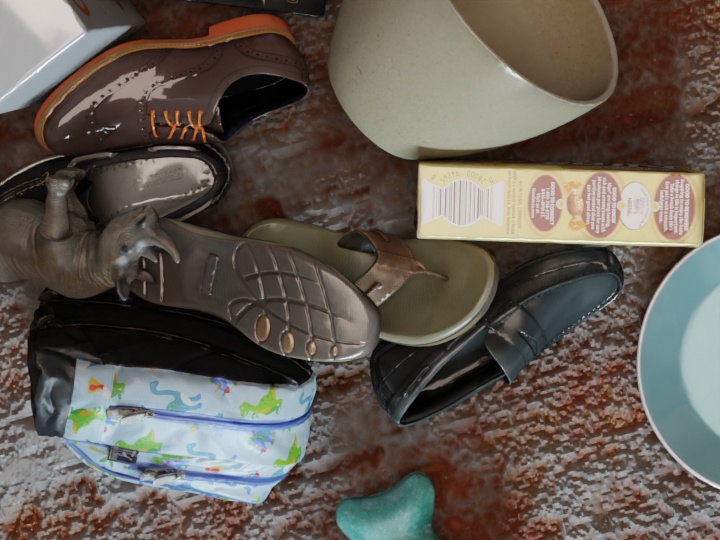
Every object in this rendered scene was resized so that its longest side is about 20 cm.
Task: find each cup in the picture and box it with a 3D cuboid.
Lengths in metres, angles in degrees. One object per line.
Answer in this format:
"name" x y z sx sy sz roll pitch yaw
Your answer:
"cup" 0.060 -0.158 1.661 0.143 0.200 0.201 -39 93 31

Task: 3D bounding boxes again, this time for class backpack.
"backpack" -0.131 0.087 1.696 0.198 0.163 0.155 -4 103 -5

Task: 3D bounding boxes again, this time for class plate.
"plate" 0.298 0.065 1.740 0.198 0.026 0.202 0 94 1

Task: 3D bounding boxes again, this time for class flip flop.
"flip flop" 0.000 0.000 1.700 0.199 0.058 0.082 13 77 19

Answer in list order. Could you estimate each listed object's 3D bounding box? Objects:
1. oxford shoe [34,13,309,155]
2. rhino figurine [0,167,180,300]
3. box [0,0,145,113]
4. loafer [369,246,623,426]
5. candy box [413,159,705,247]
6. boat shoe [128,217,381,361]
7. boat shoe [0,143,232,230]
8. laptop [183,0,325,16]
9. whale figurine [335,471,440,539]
"oxford shoe" -0.132 -0.120 1.686 0.199 0.073 0.071 -22 137 -8
"rhino figurine" -0.209 -0.026 1.664 0.199 0.060 0.088 11 105 24
"box" -0.238 -0.187 1.641 0.097 0.200 0.125 -37 92 9
"loafer" 0.102 0.051 1.713 0.200 0.071 0.068 -28 135 6
"candy box" 0.138 -0.049 1.689 0.198 0.115 0.056 2 95 1
"boat shoe" -0.069 0.007 1.674 0.199 0.073 0.075 22 103 19
"boat shoe" -0.189 -0.049 1.723 0.198 0.060 0.075 -11 99 3
"laptop" -0.100 -0.273 1.646 0.198 0.103 0.179 5 95 -15
"whale figurine" 0.048 0.251 1.719 0.158 0.104 0.201 -19 94 3
